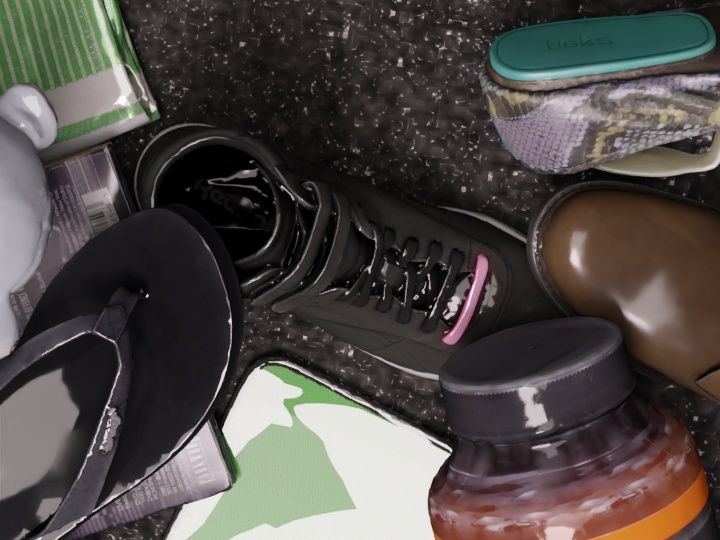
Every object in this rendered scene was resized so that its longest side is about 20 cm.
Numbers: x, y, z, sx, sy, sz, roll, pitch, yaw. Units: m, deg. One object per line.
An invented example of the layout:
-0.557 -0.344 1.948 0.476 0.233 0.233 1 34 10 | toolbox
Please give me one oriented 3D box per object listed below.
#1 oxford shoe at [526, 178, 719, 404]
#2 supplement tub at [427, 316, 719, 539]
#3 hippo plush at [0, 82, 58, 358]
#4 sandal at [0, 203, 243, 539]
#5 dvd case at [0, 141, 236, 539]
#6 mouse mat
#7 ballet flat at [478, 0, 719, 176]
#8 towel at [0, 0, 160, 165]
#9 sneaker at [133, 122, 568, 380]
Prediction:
0.155 0.025 0.803 0.199 0.084 0.073 29 90 -4 | oxford shoe
0.088 0.122 0.806 0.106 0.107 0.201 -13 103 6 | supplement tub
-0.190 -0.048 0.760 0.160 0.200 0.160 5 80 -18 | hippo plush
-0.115 0.063 0.773 0.076 0.043 0.200 41 98 8 | sandal
-0.167 0.049 0.867 0.199 0.016 0.149 -18 102 8 | dvd case
-0.015 0.154 0.881 0.160 0.008 0.201 27 99 2 | mouse mat
0.147 -0.073 0.818 0.199 0.072 0.072 -10 96 6 | ballet flat
-0.182 -0.128 0.854 0.152 0.023 0.201 -21 95 8 | towel
0.000 0.000 0.815 0.199 0.099 0.071 22 96 1 | sneaker
